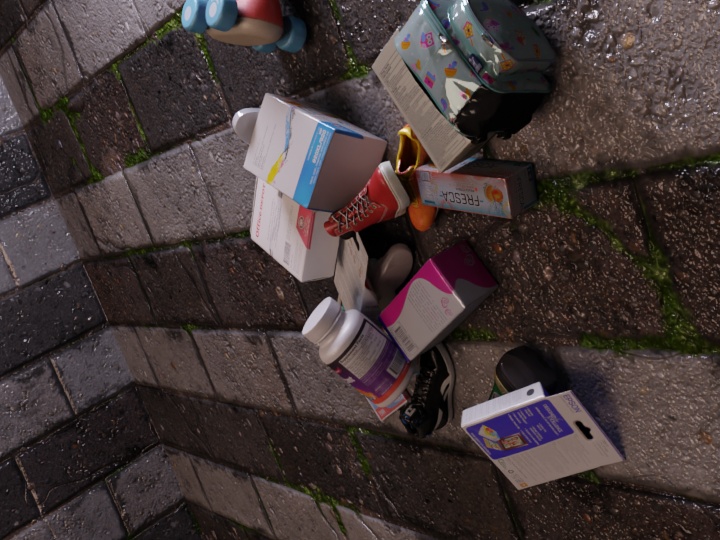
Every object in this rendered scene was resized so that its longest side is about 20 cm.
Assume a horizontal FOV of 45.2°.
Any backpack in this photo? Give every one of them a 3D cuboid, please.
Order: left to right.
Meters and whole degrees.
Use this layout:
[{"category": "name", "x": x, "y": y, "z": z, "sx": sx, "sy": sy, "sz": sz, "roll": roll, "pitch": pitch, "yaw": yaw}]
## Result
[{"category": "backpack", "x": 0.150, "y": -0.292, "z": 1.162, "sx": 0.200, "sy": 0.174, "sz": 0.155, "roll": 48, "pitch": 128, "yaw": 22}]

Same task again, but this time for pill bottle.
[{"category": "pill bottle", "x": -0.005, "y": 0.142, "z": 1.546, "sx": 0.199, "sy": 0.112, "sz": 0.111, "roll": 40, "pitch": 150, "yaw": -13}]

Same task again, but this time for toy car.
[{"category": "toy car", "x": -0.196, "y": -0.510, "z": 1.540, "sx": 0.175, "sy": 0.181, "sz": 0.205, "roll": 15, "pitch": 97, "yaw": 50}]

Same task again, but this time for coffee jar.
[{"category": "coffee jar", "x": 0.264, "y": 0.226, "z": 1.459, "sx": 0.105, "sy": 0.084, "sz": 0.203, "roll": 52, "pitch": 148, "yaw": 36}]

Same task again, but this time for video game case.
[{"category": "video game case", "x": 0.022, "y": 0.216, "z": 1.864, "sx": 0.202, "sy": 0.017, "sz": 0.143, "roll": 56, "pitch": 147, "yaw": 9}]

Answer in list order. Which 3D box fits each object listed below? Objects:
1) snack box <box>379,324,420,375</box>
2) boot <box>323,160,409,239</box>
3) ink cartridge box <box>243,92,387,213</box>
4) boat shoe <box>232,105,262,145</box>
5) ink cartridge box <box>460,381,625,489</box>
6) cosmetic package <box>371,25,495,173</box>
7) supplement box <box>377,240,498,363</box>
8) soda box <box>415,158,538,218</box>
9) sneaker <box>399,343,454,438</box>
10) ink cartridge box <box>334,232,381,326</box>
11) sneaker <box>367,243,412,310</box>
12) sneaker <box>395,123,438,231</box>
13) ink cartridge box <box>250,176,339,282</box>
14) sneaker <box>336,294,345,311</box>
[{"category": "snack box", "x": 0.053, "y": 0.156, "z": 1.705, "sx": 0.199, "sy": 0.036, "sz": 0.119, "roll": -24, "pitch": 60, "yaw": 58}, {"category": "boot", "x": 0.004, "y": -0.105, "z": 1.425, "sx": 0.200, "sy": 0.142, "sz": 0.074, "roll": 85, "pitch": 160, "yaw": -78}, {"category": "ink cartridge box", "x": -0.084, "y": -0.207, "z": 1.539, "sx": 0.199, "sy": 0.145, "sz": 0.148, "roll": 33, "pitch": 109, "yaw": 38}, {"category": "boat shoe", "x": -0.172, "y": -0.278, "z": 1.621, "sx": 0.068, "sy": 0.198, "sz": 0.072, "roll": 49, "pitch": 120, "yaw": 28}, {"category": "ink cartridge box", "x": 0.293, "y": 0.264, "z": 1.385, "sx": 0.197, "sy": 0.044, "sz": 0.199, "roll": -23, "pitch": 125, "yaw": 29}, {"category": "cosmetic package", "x": 0.117, "y": -0.266, "z": 1.304, "sx": 0.202, "sy": 0.086, "sz": 0.103, "roll": 58, "pitch": 149, "yaw": 5}, {"category": "supplement box", "x": 0.130, "y": 0.055, "z": 1.489, "sx": 0.102, "sy": 0.102, "sz": 0.200, "roll": 54, "pitch": 141, "yaw": 12}, {"category": "soda box", "x": 0.176, "y": -0.132, "z": 1.337, "sx": 0.198, "sy": 0.068, "sz": 0.065, "roll": 16, "pitch": 127, "yaw": 50}, {"category": "sneaker", "x": 0.121, "y": 0.236, "z": 1.648, "sx": 0.072, "sy": 0.111, "sz": 0.204, "roll": 21, "pitch": 130, "yaw": 44}, {"category": "ink cartridge box", "x": 0.000, "y": 0.000, "z": 1.609, "sx": 0.164, "sy": 0.056, "sz": 0.203, "roll": -113, "pitch": 28, "yaw": -44}, {"category": "sneaker", "x": 0.039, "y": 0.003, "z": 1.639, "sx": 0.089, "sy": 0.074, "sz": 0.202, "roll": 58, "pitch": 151, "yaw": 27}, {"category": "sneaker", "x": 0.087, "y": -0.154, "z": 1.441, "sx": 0.072, "sy": 0.076, "sz": 0.204, "roll": 24, "pitch": 134, "yaw": 41}, {"category": "ink cartridge box", "x": -0.125, "y": -0.090, "z": 1.654, "sx": 0.199, "sy": 0.083, "sz": 0.149, "roll": 36, "pitch": 125, "yaw": 42}, {"category": "sneaker", "x": 0.006, "y": 0.114, "z": 1.708, "sx": 0.079, "sy": 0.076, "sz": 0.204, "roll": -32, "pitch": 59, "yaw": 41}]
